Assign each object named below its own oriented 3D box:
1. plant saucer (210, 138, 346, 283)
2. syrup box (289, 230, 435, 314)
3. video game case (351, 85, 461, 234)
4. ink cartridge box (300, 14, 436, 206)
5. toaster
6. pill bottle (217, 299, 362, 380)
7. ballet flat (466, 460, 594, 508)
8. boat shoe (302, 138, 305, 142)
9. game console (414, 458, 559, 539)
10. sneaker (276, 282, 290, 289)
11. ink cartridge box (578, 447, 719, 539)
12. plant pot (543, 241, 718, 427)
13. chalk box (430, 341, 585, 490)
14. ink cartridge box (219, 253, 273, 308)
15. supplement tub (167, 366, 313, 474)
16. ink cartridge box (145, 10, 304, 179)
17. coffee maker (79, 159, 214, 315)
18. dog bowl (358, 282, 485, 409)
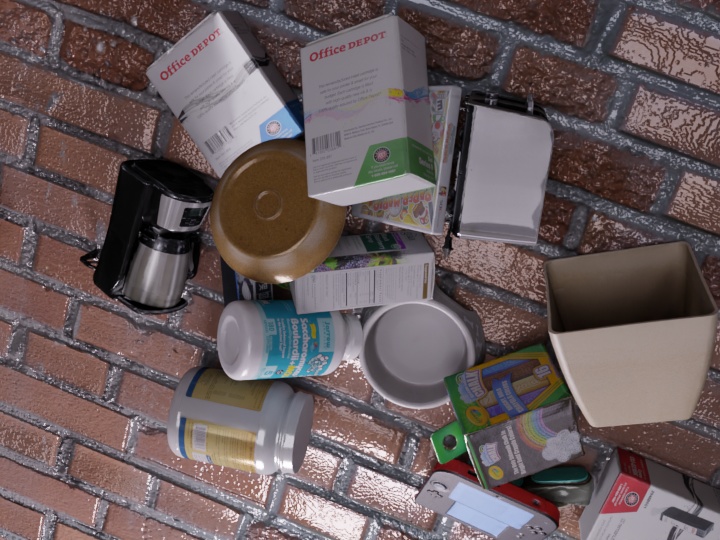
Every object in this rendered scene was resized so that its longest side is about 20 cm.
[{"bbox_3d":[-0.118,-0.084,1.106,0.198,0.035,0.202,-3,80,16],"label":"plant saucer"},{"bbox_3d":[0.000,0.000,1.171,0.198,0.079,0.082,-6,119,-10],"label":"syrup box"},{"bbox_3d":[0.055,-0.152,1.100,0.023,0.199,0.184,2,99,-32],"label":"video game case"},{"bbox_3d":[0.008,-0.195,1.033,0.144,0.087,0.202,-10,80,30],"label":"ink cartridge box"},{"bbox_3d":[0.180,-0.129,1.084,0.118,0.181,0.202,8,108,8],"label":"toaster"},{"bbox_3d":[-0.097,0.097,1.192,0.199,0.111,0.112,0,112,-33],"label":"pill bottle"},{"bbox_3d":[0.254,0.333,1.265,0.198,0.067,0.064,1,111,12],"label":"ballet flat"},{"bbox_3d":[-0.049,-0.170,1.182,0.072,0.066,0.201,49,126,9],"label":"boat shoe"},{"bbox_3d":[0.189,0.362,1.260,0.199,0.031,0.177,24,142,5],"label":"game console"},{"bbox_3d":[-0.062,-0.049,1.222,0.083,0.074,0.201,30,120,-8],"label":"sneaker"},{"bbox_3d":[0.446,0.376,1.226,0.199,0.084,0.145,21,109,5],"label":"ink cartridge box"},{"bbox_3d":[0.361,0.096,1.113,0.198,0.200,0.178,-8,115,14],"label":"plant pot"},{"bbox_3d":[0.196,0.213,1.176,0.198,0.124,0.125,-19,124,4],"label":"chalk box"},{"bbox_3d":[-0.170,0.055,1.262,0.099,0.039,0.202,15,114,50],"label":"ink cartridge box"},{"bbox_3d":[-0.183,0.235,1.287,0.198,0.145,0.146,10,108,9],"label":"supplement tub"},{"bbox_3d":[-0.183,-0.245,1.179,0.144,0.084,0.201,-32,98,18],"label":"ink cartridge box"},{"bbox_3d":[-0.327,-0.062,1.238,0.191,0.135,0.201,22,109,6],"label":"coffee maker"},{"bbox_3d":[0.087,0.116,1.241,0.198,0.059,0.202,4,107,11],"label":"dog bowl"}]
